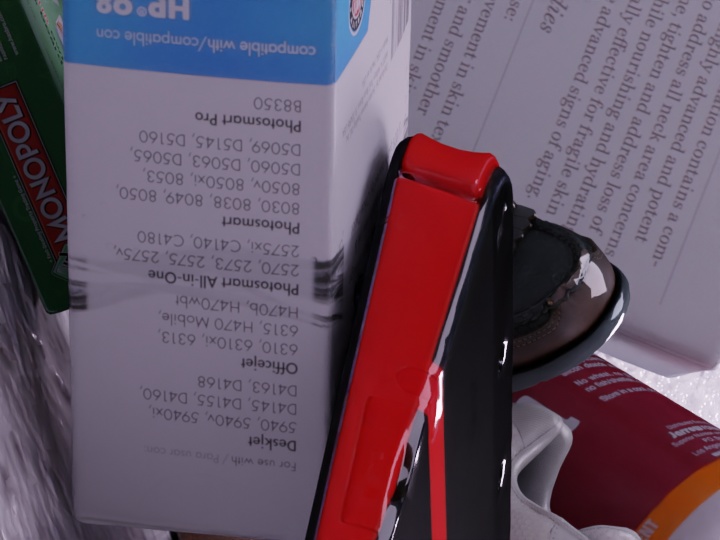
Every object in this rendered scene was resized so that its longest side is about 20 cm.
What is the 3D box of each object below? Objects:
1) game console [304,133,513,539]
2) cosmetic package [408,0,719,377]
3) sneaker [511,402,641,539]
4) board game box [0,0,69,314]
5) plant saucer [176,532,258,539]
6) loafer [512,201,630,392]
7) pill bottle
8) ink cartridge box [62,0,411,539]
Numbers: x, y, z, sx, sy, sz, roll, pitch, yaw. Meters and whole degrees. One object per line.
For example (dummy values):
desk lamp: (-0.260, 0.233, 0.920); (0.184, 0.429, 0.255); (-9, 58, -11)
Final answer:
game console: (0.008, 0.085, 0.745); (0.200, 0.031, 0.177); (86, 17, -47)
cosmetic package: (0.066, -0.071, 1.129); (0.166, 0.200, 0.168); (87, 26, -86)
sneaker: (0.053, 0.123, 0.923); (0.076, 0.092, 0.200); (61, 9, -59)
board game box: (-0.107, -0.098, 0.826); (0.135, 0.029, 0.200); (-96, 165, -77)
plant saucer: (-0.025, 0.087, 0.955); (0.200, 0.034, 0.200); (-22, 90, -87)
loafer: (0.000, 0.000, 0.995); (0.200, 0.072, 0.063); (2, -44, 49)
pill bottle: (0.056, 0.079, 1.052); (0.200, 0.113, 0.113); (31, -20, 34)
ink cartridge box: (-0.029, -0.011, 0.743); (0.116, 0.067, 0.200); (-67, 160, -65)
